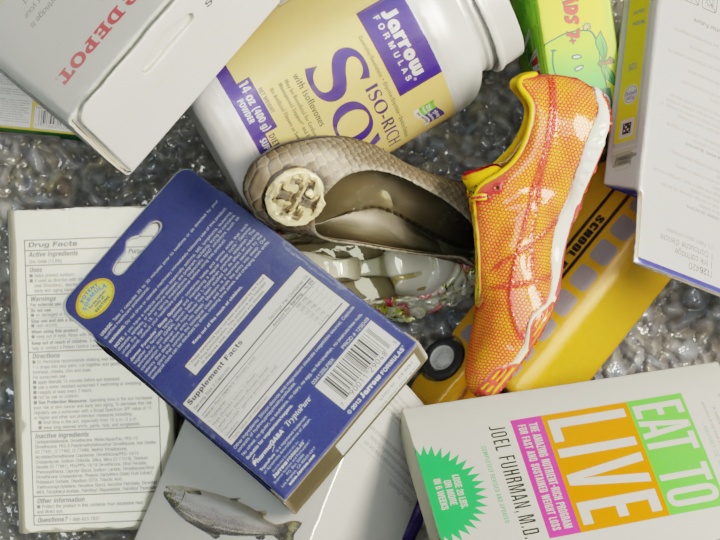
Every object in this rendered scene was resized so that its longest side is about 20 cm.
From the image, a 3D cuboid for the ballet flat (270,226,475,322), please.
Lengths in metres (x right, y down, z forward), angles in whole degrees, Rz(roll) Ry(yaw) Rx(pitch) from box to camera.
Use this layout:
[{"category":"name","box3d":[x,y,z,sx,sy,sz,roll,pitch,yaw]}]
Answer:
[{"category":"ballet flat","box3d":[0.000,0.000,1.461,0.199,0.064,0.076,-9,89,-4]}]

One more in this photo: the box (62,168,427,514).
[{"category":"box","box3d":[-0.072,0.037,1.357,0.200,0.032,0.121,38,83,25]}]

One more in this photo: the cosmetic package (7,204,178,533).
[{"category":"cosmetic package","box3d":[-0.166,0.061,1.436,0.103,0.087,0.201,-1,90,-3]}]

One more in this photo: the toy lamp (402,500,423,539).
[{"category":"toy lamp","box3d":[-0.025,0.205,1.458,0.058,0.058,0.200,37,87,-2]}]

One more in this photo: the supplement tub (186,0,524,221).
[{"category":"supplement tub","box3d":[-0.014,-0.137,1.421,0.199,0.145,0.146,-31,91,-3]}]

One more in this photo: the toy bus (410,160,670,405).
[{"category":"toy bus","box3d":[0.123,0.027,1.450,0.078,0.065,0.200,36,86,39]}]

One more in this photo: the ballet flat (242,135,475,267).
[{"category":"ballet flat","box3d":[0.019,-0.035,1.388,0.199,0.046,0.068,13,122,-35]}]

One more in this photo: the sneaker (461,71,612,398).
[{"category":"sneaker","box3d":[0.090,-0.022,1.381,0.077,0.073,0.201,15,91,-6]}]

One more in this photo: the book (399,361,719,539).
[{"category":"book","box3d":[0.134,0.127,1.344,0.199,0.048,0.134,-9,51,-10]}]

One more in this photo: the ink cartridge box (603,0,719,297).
[{"category":"ink cartridge box","box3d":[0.240,-0.069,1.426,0.197,0.047,0.201,20,72,-32]}]

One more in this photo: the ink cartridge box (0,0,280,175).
[{"category":"ink cartridge box","box3d":[-0.169,-0.175,1.352,0.200,0.088,0.145,38,86,31]}]

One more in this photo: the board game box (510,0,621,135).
[{"category":"board game box","box3d":[0.125,-0.183,1.453,0.047,0.102,0.201,-9,89,-5]}]

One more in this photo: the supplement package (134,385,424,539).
[{"category":"supplement package","box3d":[-0.050,0.152,1.388,0.116,0.117,0.201,13,72,27]}]

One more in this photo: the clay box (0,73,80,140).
[{"category":"clay box","box3d":[-0.219,-0.188,1.458,0.114,0.048,0.201,6,87,-3]}]
